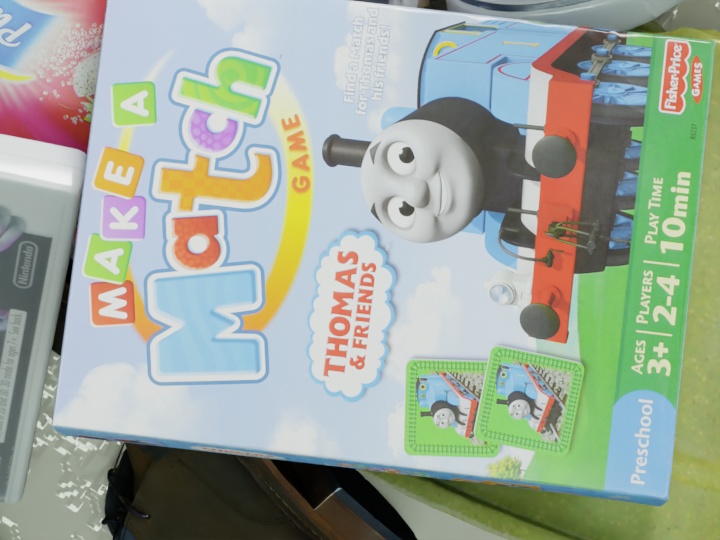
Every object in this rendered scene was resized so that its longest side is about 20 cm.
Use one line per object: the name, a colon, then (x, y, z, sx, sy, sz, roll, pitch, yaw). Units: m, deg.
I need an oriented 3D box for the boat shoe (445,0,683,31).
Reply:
boat shoe: (0.112, -0.154, 0.893, 0.200, 0.071, 0.091, -26, 130, -11)

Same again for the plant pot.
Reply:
plant pot: (0.107, 0.006, 0.946, 0.200, 0.200, 0.185, 17, 94, -12)

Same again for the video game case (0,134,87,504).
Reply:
video game case: (-0.198, 0.009, 0.924, 0.181, 0.023, 0.200, 11, 142, -6)

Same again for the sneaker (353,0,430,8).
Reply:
sneaker: (-0.024, -0.145, 0.929, 0.108, 0.070, 0.201, 9, 100, -15)

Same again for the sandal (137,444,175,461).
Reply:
sandal: (0.001, 0.000, 0.915, 0.048, 0.075, 0.200, 43, 90, -9)

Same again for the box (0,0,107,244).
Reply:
box: (-0.135, -0.108, 0.916, 0.200, 0.096, 0.100, 40, 100, -17)

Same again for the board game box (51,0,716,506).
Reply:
board game box: (0.008, -0.010, 0.850, 0.199, 0.037, 0.152, 6, 83, 3)

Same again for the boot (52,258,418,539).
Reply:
boot: (-0.078, 0.080, 0.996, 0.200, 0.075, 0.097, 41, 97, -19)
